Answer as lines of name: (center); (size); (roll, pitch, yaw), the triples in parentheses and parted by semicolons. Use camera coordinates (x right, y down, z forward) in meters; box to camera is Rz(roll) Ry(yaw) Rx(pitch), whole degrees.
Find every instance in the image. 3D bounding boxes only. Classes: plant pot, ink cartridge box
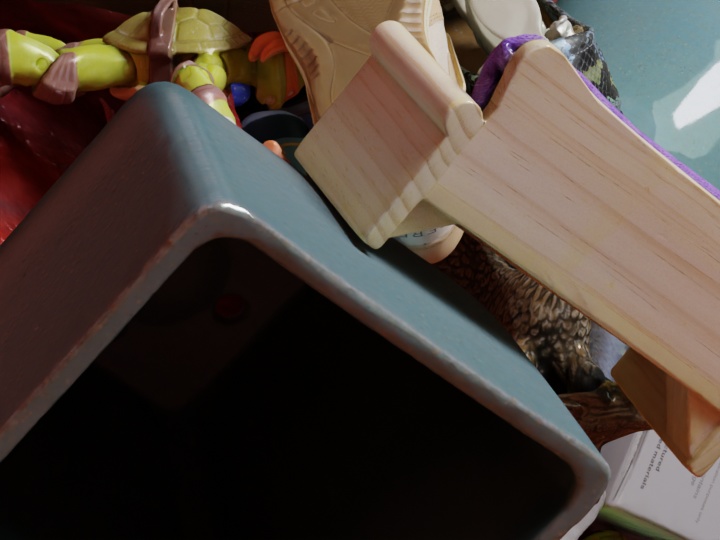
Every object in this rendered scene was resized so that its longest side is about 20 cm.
plant pot: (0.154, -0.063, 1.402); (0.200, 0.200, 0.188); (50, 46, 2)
ink cartridge box: (0.151, 0.094, 1.361); (0.200, 0.086, 0.147); (26, -8, -40)
plant pot: (-0.060, 0.042, 1.043); (0.196, 0.196, 0.200); (35, 18, -29)

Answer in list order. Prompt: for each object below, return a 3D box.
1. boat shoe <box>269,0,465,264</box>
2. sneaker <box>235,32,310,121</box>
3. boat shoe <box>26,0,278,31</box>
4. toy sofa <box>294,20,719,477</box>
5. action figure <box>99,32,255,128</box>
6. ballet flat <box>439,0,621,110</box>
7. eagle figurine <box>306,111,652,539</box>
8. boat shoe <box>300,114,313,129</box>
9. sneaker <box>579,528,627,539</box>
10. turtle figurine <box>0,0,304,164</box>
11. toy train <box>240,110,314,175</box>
boat shoe: (0.006, -0.081, 1.171); (0.200, 0.074, 0.069); (-99, 176, -46)
sneaker: (0.021, -0.121, 1.415); (0.092, 0.200, 0.076); (41, 24, -55)
boat shoe: (-0.109, -0.153, 1.264); (0.072, 0.199, 0.065); (63, 36, -75)
toy sofa: (0.082, -0.018, 1.046); (0.200, 0.098, 0.083); (34, 10, -31)
action figure: (-0.084, -0.065, 1.307); (0.200, 0.065, 0.052); (-90, 155, -58)
ballet flat: (0.055, -0.114, 1.219); (0.074, 0.074, 0.200); (30, 9, -36)
eagle figurine: (0.071, 0.011, 1.212); (0.152, 0.151, 0.200); (47, 14, -35)
boat shoe: (0.014, -0.075, 1.474); (0.072, 0.072, 0.200); (27, 32, -41)
sneaker: (0.100, 0.170, 1.254); (0.084, 0.074, 0.200); (50, 23, 11)
turtle figurine: (-0.091, -0.086, 1.197); (0.161, 0.065, 0.200); (0, 19, 0)
toy train: (0.000, 0.000, 1.314); (0.114, 0.085, 0.200); (4, 47, -27)
